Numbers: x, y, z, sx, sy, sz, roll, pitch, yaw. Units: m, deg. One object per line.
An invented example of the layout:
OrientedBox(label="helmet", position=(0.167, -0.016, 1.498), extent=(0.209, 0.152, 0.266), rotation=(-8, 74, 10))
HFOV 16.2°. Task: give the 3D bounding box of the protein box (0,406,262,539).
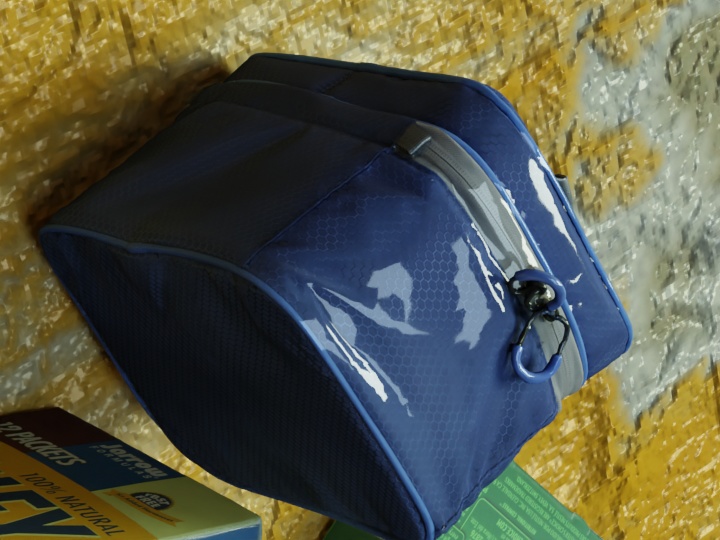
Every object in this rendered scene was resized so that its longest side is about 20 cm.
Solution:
OrientedBox(label="protein box", position=(-0.158, 0.171, 0.880), extent=(0.200, 0.135, 0.199), rotation=(-7, 109, -39))

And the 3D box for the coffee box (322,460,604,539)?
OrientedBox(label="coffee box", position=(0.013, 0.168, 1.088), extent=(0.123, 0.044, 0.200), rotation=(42, 76, -40))

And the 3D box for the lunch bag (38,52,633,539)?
OrientedBox(label="lunch bag", position=(0.000, 0.000, 0.913), extent=(0.132, 0.200, 0.136), rotation=(-44, 123, -24))
